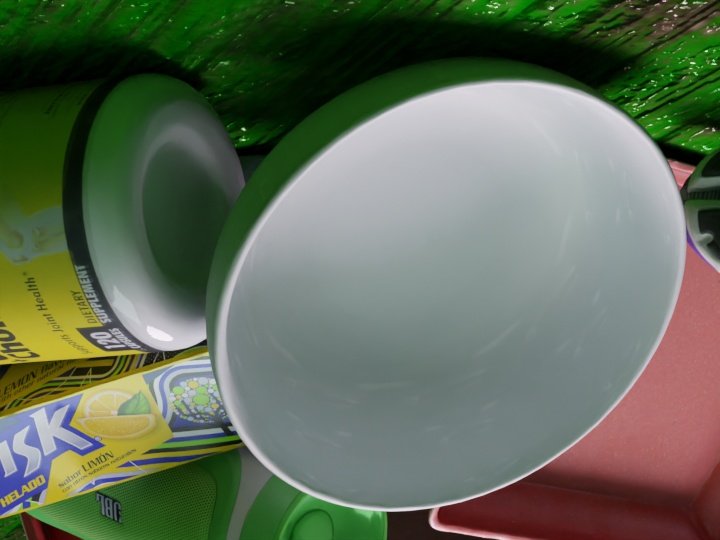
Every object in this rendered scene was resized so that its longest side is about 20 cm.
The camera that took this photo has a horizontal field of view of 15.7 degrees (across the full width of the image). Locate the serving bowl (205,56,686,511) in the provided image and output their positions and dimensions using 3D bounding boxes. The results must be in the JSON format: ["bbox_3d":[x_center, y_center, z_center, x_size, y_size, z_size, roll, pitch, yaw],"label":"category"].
[{"bbox_3d":[0.027,-0.003,1.038,0.200,0.200,0.066,10,-153,-30],"label":"serving bowl"}]

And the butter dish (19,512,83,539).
[{"bbox_3d":[-0.109,0.094,1.473,0.148,0.199,0.200,-27,160,15],"label":"butter dish"}]

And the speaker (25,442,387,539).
[{"bbox_3d":[-0.083,0.095,1.171,0.200,0.088,0.088,18,-179,42],"label":"speaker"}]

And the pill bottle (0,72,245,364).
[{"bbox_3d":[-0.155,-0.016,1.071,0.200,0.112,0.112,-6,165,28],"label":"pill bottle"}]

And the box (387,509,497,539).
[{"bbox_3d":[0.084,0.168,1.403,0.166,0.200,0.164,-23,-179,-16],"label":"box"}]

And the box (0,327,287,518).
[{"bbox_3d":[-0.123,0.051,1.121,0.200,0.070,0.064,-18,134,18],"label":"box"}]

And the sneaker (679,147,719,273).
[{"bbox_3d":[0.209,-0.008,1.138,0.200,0.081,0.083,11,170,-36],"label":"sneaker"}]

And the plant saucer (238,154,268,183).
[{"bbox_3d":[0.000,0.000,1.220,0.201,0.039,0.201,8,162,2],"label":"plant saucer"}]

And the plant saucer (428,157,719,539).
[{"bbox_3d":[0.140,0.040,1.209,0.200,0.200,0.037,13,-156,-39],"label":"plant saucer"}]
